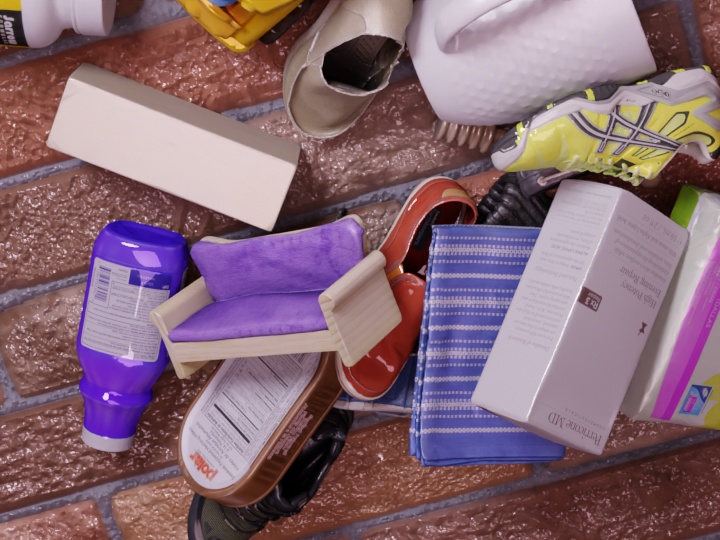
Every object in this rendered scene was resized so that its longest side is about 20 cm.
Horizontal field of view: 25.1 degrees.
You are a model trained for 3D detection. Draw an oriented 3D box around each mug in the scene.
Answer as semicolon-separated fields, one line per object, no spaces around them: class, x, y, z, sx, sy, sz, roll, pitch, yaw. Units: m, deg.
mug;0.123;-0.196;1.269;0.175;0.200;0.148;-22;80;11

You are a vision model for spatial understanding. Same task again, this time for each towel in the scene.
towel;0.116;0.063;1.334;0.144;0.024;0.201;2;99;-21

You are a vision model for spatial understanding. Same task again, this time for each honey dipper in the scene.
honey dipper;0.162;-0.102;1.381;0.199;0.038;0.038;16;107;-7

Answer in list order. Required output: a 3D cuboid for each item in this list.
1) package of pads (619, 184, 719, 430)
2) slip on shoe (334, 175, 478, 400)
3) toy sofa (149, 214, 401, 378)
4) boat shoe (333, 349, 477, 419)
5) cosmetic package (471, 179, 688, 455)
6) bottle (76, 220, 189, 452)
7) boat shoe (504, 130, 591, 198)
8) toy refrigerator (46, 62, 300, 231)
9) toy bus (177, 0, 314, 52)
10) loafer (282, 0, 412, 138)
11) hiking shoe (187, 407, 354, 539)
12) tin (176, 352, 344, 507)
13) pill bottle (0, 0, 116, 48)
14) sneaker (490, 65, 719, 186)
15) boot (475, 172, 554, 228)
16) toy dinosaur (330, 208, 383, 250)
package of pads;0.310;0.038;1.378;0.154;0.068;0.200;9;109;-32
slip on shoe;0.038;0.016;1.344;0.074;0.061;0.200;27;90;-23
toy sofa;-0.075;0.024;1.315;0.200;0.083;0.098;-6;112;38
boat shoe;0.023;0.099;1.416;0.199;0.072;0.072;14;79;22
cosmetic package;0.178;0.037;1.301;0.102;0.074;0.200;26;83;-39
bottle;-0.205;0.060;1.417;0.083;0.065;0.201;13;107;4
boat shoe;0.220;-0.107;1.340;0.199;0.074;0.061;-12;83;-11
toy refrigerator;-0.156;-0.102;1.362;0.200;0.076;0.070;20;106;-6
toy bus;-0.067;-0.253;1.216;0.200;0.192;0.136;-42;104;14
loafer;-0.015;-0.164;1.301;0.075;0.068;0.200;12;145;-14
hiking shoe;-0.087;0.189;1.437;0.076;0.101;0.200;40;103;-10
tin;-0.085;0.111;1.399;0.042;0.112;0.200;28;100;-44
pill bottle;-0.301;-0.238;1.302;0.199;0.112;0.113;4;107;0
sneaker;0.199;-0.103;1.258;0.199;0.075;0.077;-15;85;-14
boot;0.138;0.035;1.397;0.158;0.079;0.212;26;95;-14
toy dinosaur;0.000;0.000;1.409;0.199;0.047;0.088;16;113;-1
